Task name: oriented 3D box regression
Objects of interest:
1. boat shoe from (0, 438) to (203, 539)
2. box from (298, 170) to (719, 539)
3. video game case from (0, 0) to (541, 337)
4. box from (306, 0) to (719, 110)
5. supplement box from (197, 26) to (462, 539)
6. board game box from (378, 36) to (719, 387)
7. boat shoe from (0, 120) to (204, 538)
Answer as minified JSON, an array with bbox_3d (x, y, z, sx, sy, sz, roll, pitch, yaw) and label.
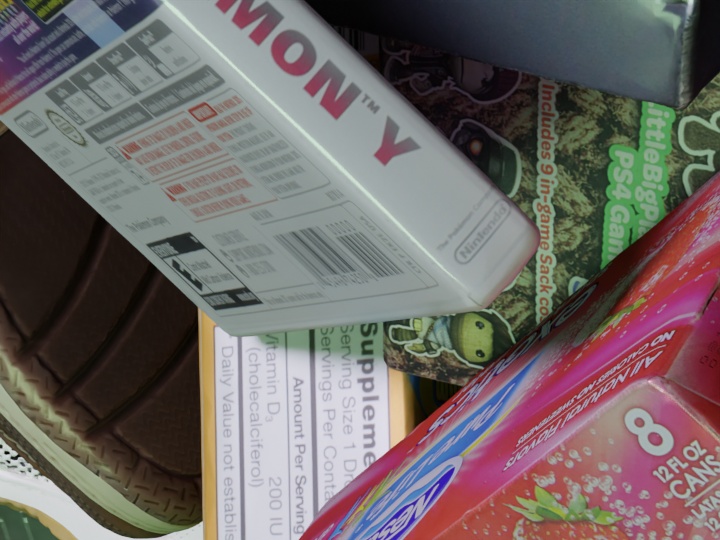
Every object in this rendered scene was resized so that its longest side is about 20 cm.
[{"bbox_3d":[-0.089,0.037,0.881,0.200,0.071,0.069,22,104,27],"label":"boat shoe"},{"bbox_3d":[0.051,0.066,0.581,0.095,0.100,0.200,42,136,-5],"label":"box"},{"bbox_3d":[-0.062,-0.056,0.600,0.182,0.023,0.200,43,168,-10],"label":"video game case"},{"bbox_3d":[0.056,-0.168,0.580,0.117,0.200,0.197,16,124,22],"label":"box"},{"bbox_3d":[0.000,0.000,0.737,0.069,0.067,0.200,-4,82,30],"label":"supplement box"},{"bbox_3d":[0.126,-0.035,0.644,0.200,0.159,0.097,13,123,23],"label":"board game box"},{"bbox_3d":[-0.106,-0.013,0.763,0.202,0.075,0.075,55,139,2],"label":"boat shoe"}]
